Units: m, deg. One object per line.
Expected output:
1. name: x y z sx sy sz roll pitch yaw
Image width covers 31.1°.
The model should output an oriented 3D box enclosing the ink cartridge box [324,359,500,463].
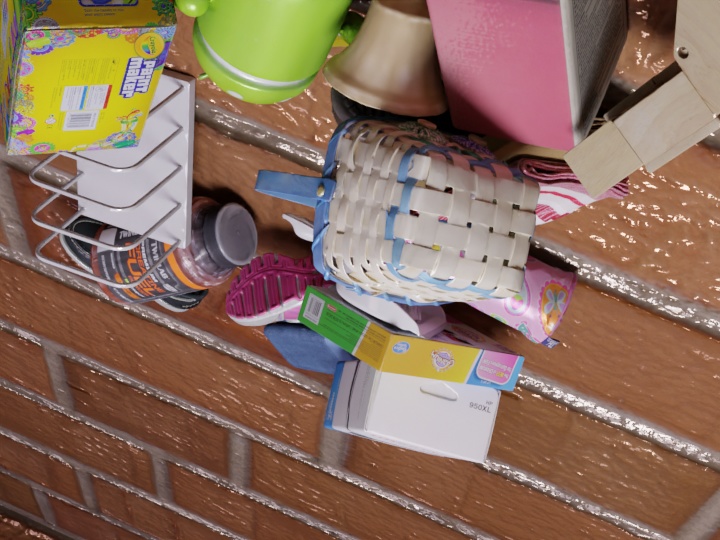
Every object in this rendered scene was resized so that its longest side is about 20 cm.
1. ink cartridge box: 0.053 0.155 1.448 0.142 0.086 0.200 16 171 -12

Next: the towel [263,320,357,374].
1. towel: -0.015 0.093 1.597 0.197 0.049 0.112 7 149 30

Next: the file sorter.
1. file sorter: -0.262 -0.103 1.338 0.137 0.125 0.202 18 126 16

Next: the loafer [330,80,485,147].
1. loafer: 0.056 -0.121 1.100 0.197 0.074 0.071 9 157 -29

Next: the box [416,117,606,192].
1. box: 0.144 -0.088 1.116 0.161 0.022 0.199 0 165 -32

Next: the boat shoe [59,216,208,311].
1. boat shoe: -0.280 -0.016 1.621 0.198 0.077 0.060 26 154 -24

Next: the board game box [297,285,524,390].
1. board game box: 0.054 0.072 1.370 0.198 0.041 0.152 12 -169 -40

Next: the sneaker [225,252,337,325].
1. sneaker: -0.057 0.026 1.451 0.197 0.082 0.088 -14 144 19

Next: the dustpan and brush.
1. dustpan and brush: 0.000 0.000 1.334 0.198 0.058 0.139 23 -171 12

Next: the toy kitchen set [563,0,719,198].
1. toy kitchen set: 0.217 -0.194 0.902 0.181 0.163 0.200 53 140 1

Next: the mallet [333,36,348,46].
1. mallet: -0.003 -0.209 1.124 0.198 0.042 0.066 -2 138 34

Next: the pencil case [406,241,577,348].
1. pencil case: 0.119 0.001 1.304 0.198 0.088 0.088 27 151 -4

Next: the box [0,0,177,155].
1. box: -0.244 -0.232 1.085 0.120 0.195 0.200 -6 160 -22

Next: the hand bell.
1. hand bell: 0.045 -0.227 0.955 0.103 0.104 0.202 21 118 9

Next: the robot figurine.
1. robot figurine: -0.068 -0.220 1.048 0.173 0.117 0.201 7 141 -22

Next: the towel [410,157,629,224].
1. towel: 0.123 -0.054 1.152 0.142 0.023 0.199 3 163 -39

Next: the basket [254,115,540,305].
1. basket: 0.034 -0.045 1.010 0.174 0.142 0.199 12 176 -37

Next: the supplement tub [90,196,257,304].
1. supplement tub: -0.214 -0.026 1.499 0.198 0.108 0.107 -12 134 37

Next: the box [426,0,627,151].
1. box: 0.121 -0.204 0.929 0.108 0.129 0.201 14 148 23
